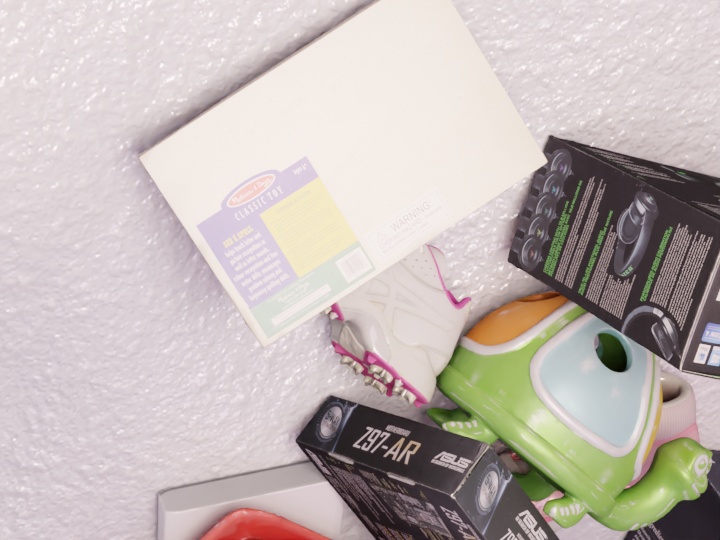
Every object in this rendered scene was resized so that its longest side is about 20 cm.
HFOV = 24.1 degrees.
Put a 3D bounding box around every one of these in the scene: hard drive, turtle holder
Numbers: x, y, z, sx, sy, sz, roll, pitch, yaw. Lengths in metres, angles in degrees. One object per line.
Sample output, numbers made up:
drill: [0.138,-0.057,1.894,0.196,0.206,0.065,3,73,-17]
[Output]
hard drive: [-0.082,0.225,1.217,0.132,0.027,0.200,-9,130,-20]
turtle holder: [0.145,0.095,1.122,0.132,0.185,0.141,-51,164,-3]

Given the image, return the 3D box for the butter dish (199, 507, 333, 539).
butter dish: [-0.062,0.290,1.160,0.200,0.148,0.199,-46,133,13]

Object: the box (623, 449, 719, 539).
box: [0.317,0.258,1.379,0.196,0.117,0.200,7,122,-30]

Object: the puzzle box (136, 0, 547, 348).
puzzle box: [-0.010,-0.064,0.966,0.200,0.025,0.133,-33,102,-4]

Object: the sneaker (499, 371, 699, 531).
sneaker: [0.157,0.125,1.225,0.200,0.075,0.105,-11,124,-16]

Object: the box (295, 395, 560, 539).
box: [0.065,0.177,1.136,0.044,0.160,0.200,-51,125,-22]

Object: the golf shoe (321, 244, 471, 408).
golf shoe: [0.000,0.000,1.058,0.092,0.075,0.200,-52,132,-13]

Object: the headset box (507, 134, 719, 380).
headset box: [0.216,-0.006,1.066,0.174,0.200,0.093,10,105,-33]
